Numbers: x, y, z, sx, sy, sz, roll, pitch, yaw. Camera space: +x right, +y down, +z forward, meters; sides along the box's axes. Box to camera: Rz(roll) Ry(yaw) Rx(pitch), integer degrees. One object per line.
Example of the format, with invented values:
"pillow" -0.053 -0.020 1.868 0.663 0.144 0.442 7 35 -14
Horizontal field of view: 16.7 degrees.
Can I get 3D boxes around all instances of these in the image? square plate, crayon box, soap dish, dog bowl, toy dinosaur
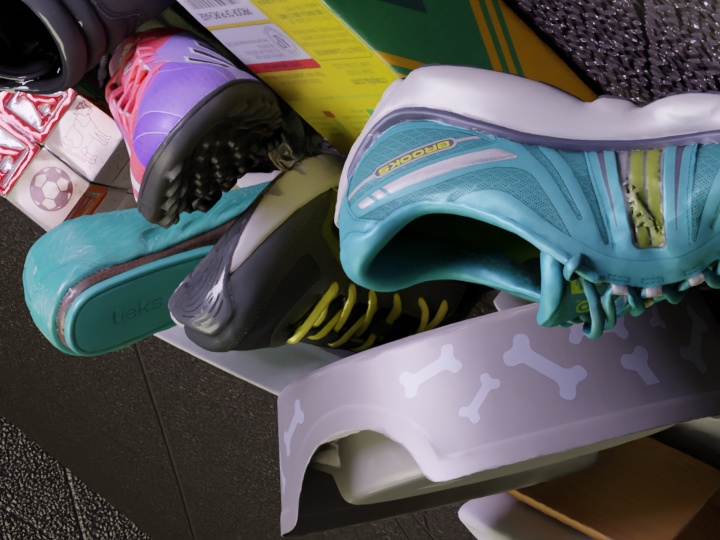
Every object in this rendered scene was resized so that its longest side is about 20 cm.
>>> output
"square plate" -0.064 0.020 1.251 0.200 0.028 0.198 26 -174 -3
"crayon box" 0.015 -0.075 0.908 0.200 0.051 0.127 43 166 -21
"soap dish" 0.152 0.149 1.113 0.200 0.081 0.157 45 168 -30
"dog bowl" 0.058 0.055 0.981 0.200 0.200 0.059 124 133 -77
"toy dinosaur" -0.084 -0.099 1.107 0.200 0.047 0.088 40 164 11

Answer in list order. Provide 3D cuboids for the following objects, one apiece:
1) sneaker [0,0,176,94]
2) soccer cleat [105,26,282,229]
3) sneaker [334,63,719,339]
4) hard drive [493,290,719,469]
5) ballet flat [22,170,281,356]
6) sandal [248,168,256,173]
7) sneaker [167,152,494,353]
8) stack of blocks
"sneaker" -0.142 -0.120 1.010 0.200 0.099 0.071 5 129 56
"soccer cleat" -0.074 -0.064 0.960 0.073 0.068 0.200 47 -178 -1
"sneaker" 0.088 -0.009 0.802 0.200 0.080 0.078 7 142 18
"hard drive" 0.149 0.083 1.148 0.132 0.027 0.200 28 163 36
"ballet flat" -0.062 -0.015 1.107 0.070 0.200 0.067 48 140 41
"sandal" -0.017 -0.017 1.225 0.200 0.045 0.075 45 169 38
"sneaker" 0.000 0.000 0.985 0.085 0.074 0.200 47 -150 8
"stack of blocks" -0.145 -0.070 1.187 0.115 0.059 0.200 37 -175 9
